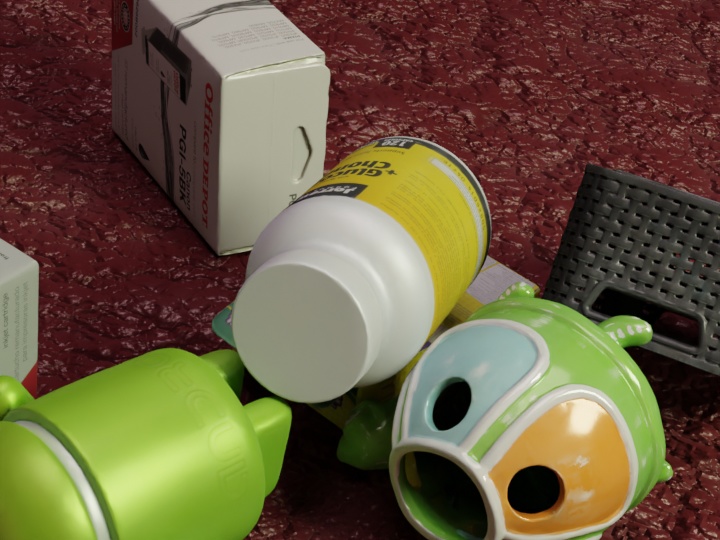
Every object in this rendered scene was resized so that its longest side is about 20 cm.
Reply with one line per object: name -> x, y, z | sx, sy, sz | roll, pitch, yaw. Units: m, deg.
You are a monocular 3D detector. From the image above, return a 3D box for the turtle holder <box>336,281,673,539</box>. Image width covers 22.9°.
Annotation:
turtle holder -> 0.072, 0.085, 0.994 | 0.185, 0.142, 0.131 | 32, 47, 31

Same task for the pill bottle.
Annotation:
pill bottle -> 0.000, 0.000, 1.028 | 0.111, 0.113, 0.200 | 15, 24, 14

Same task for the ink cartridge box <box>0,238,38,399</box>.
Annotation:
ink cartridge box -> -0.269, 0.078, 0.943 | 0.082, 0.147, 0.200 | 26, 38, 25

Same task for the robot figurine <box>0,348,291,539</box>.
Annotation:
robot figurine -> -0.131, 0.114, 0.936 | 0.199, 0.116, 0.175 | -24, 55, -38

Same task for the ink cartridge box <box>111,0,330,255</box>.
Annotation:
ink cartridge box -> -0.107, -0.126, 1.281 | 0.082, 0.148, 0.200 | -13, 37, -26

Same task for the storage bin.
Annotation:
storage bin -> 0.203, 0.008, 1.090 | 0.134, 0.095, 0.200 | 20, 3, 21

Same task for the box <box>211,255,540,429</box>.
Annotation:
box -> 0.009, 0.036, 1.145 | 0.199, 0.049, 0.117 | -23, 43, -40
